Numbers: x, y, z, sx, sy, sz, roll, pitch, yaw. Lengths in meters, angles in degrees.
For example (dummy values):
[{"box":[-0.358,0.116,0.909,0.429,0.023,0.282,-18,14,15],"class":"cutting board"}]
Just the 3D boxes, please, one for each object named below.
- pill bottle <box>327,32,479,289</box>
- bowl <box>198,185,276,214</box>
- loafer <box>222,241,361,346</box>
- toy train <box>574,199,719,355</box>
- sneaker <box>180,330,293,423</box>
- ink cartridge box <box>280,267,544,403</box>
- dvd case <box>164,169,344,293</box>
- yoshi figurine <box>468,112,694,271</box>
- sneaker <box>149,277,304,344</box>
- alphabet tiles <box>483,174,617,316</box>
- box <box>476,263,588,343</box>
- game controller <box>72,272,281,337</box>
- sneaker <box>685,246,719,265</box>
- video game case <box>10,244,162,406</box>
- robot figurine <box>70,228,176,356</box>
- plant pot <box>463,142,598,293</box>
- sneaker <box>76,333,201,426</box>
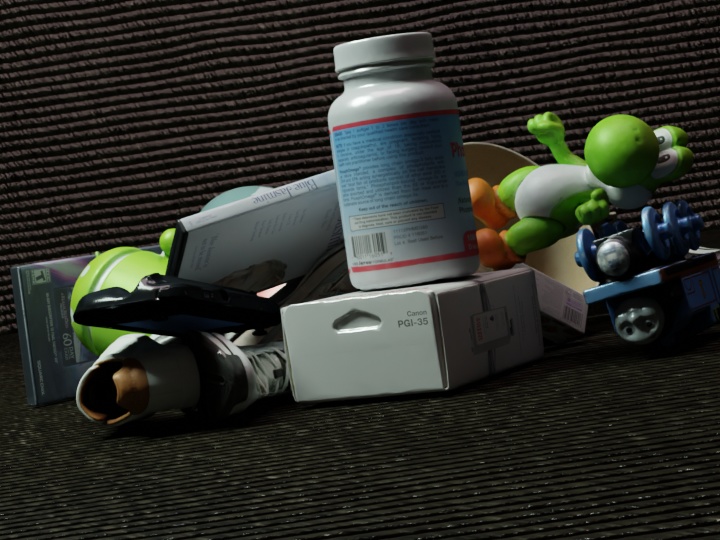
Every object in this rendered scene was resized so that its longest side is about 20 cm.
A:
[{"box":[0.032,-0.089,1.505,0.108,0.201,0.109,-8,2,0],"class":"pill bottle"},{"box":[-0.118,0.020,1.996,0.200,0.201,0.105,-7,21,25],"class":"bowl"},{"box":[-0.035,0.042,1.635,0.200,0.063,0.072,-35,-45,7],"class":"loafer"},{"box":[0.245,0.007,1.525,0.087,0.115,0.200,-19,-3,24],"class":"toy train"},{"box":[-0.086,0.076,1.505,0.115,0.076,0.200,-11,0,-15],"class":"sneaker"},{"box":[0.046,0.052,1.520,0.146,0.083,0.200,-7,2,29],"class":"ink cartridge box"},{"box":[-0.076,-0.025,1.578,0.200,0.018,0.143,-20,-28,-26],"class":"dvd case"},{"box":[0.179,-0.078,1.554,0.200,0.113,0.112,-24,11,21],"class":"yoshi figurine"},{"box":[-0.134,0.019,1.692,0.201,0.067,0.108,-31,53,-15],"class":"sneaker"},{"box":[0.185,-0.022,1.897,0.167,0.200,0.008,-8,40,6],"class":"alphabet tiles"},{"box":[0.118,0.008,1.643,0.200,0.042,0.039,25,-30,-28],"class":"box"},{"box":[-0.146,0.036,1.494,0.104,0.042,0.200,-18,-14,22],"class":"game controller"},{"box":[0.341,0.008,1.670,0.199,0.073,0.112,-8,0,-22],"class":"sneaker"},{"box":[-0.272,0.054,1.923,0.200,0.143,0.019,-10,5,-44],"class":"video game case"},{"box":[-0.198,0.046,1.789,0.200,0.176,0.116,20,-1,31],"class":"robot figurine"},{"box":[0.115,-0.005,1.791,0.200,0.201,0.134,-10,-26,-40],"class":"plant pot"},{"box":[-0.203,0.091,1.507,0.084,0.073,0.200,-10,-3,-25],"class":"sneaker"}]
